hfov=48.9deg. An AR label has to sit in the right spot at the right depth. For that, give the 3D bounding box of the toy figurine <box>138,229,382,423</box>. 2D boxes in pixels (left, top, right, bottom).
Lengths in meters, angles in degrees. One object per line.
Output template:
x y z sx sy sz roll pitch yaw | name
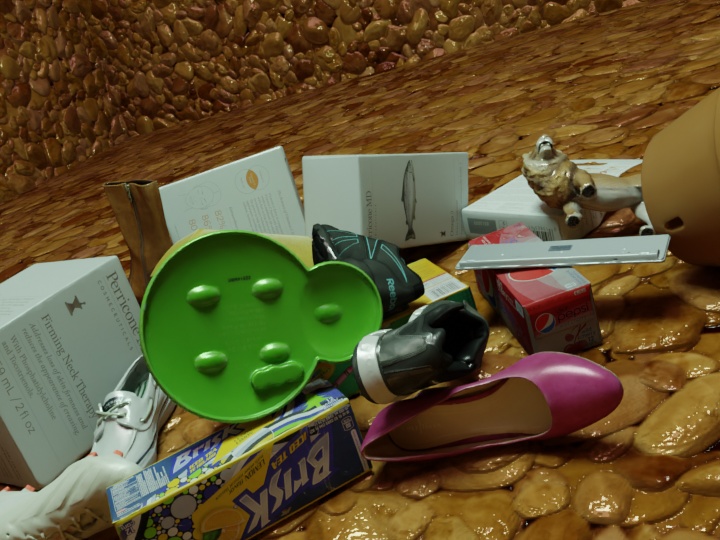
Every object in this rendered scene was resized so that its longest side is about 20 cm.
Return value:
-0.096 0.048 0.718 0.196 0.153 0.184 -8 -3 -15 | toy figurine

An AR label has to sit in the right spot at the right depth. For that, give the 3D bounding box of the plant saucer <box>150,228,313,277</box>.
-0.150 -0.016 0.993 0.197 0.049 0.199 2 -5 -24 | plant saucer

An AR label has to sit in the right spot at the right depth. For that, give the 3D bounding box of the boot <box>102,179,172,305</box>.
-0.333 -0.027 1.141 0.186 0.203 0.068 -1 26 39 | boot

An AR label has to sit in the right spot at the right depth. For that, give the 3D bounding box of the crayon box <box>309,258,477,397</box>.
0.011 0.062 0.821 0.197 0.059 0.119 -23 20 -11 | crayon box

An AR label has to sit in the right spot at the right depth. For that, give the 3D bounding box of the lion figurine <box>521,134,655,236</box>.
0.281 -0.089 0.896 0.197 0.073 0.123 15 26 -3 | lion figurine

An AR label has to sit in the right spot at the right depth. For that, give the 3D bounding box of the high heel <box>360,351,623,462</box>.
0.093 0.112 0.597 0.198 0.068 0.095 -9 12 39 | high heel

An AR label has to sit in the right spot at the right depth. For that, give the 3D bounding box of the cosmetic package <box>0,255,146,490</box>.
-0.356 0.104 0.876 0.164 0.170 0.200 -4 25 35 | cosmetic package

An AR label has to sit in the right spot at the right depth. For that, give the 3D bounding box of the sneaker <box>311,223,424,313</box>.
0.000 0.000 0.826 0.078 0.077 0.200 -9 23 -16 | sneaker

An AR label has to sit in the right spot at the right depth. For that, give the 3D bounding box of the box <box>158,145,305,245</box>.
-0.186 -0.082 1.201 0.197 0.155 0.106 -18 6 -3 | box

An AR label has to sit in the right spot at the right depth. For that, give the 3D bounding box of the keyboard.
0.191 -0.017 0.761 0.197 0.011 0.056 -2 19 29 | keyboard

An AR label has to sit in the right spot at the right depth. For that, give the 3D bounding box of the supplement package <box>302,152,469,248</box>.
0.035 -0.091 1.020 0.198 0.119 0.116 -9 11 -40 | supplement package

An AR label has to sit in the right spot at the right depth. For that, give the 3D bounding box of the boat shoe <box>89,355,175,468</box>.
-0.240 0.154 0.795 0.072 0.068 0.201 -17 20 5 | boat shoe

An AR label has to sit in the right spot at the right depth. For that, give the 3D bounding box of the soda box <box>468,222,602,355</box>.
0.169 0.016 0.795 0.069 0.064 0.200 -19 21 -1 | soda box

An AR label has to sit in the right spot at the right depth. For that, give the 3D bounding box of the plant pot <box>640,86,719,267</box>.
0.358 -0.087 0.733 0.199 0.202 0.139 -33 9 -35 | plant pot

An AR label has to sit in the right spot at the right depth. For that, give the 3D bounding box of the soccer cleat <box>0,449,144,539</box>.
-0.258 0.211 0.669 0.198 0.070 0.078 -21 26 25 | soccer cleat

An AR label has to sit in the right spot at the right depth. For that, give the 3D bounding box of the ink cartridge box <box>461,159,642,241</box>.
0.253 -0.091 1.027 0.198 0.048 0.159 -29 23 -33 | ink cartridge box

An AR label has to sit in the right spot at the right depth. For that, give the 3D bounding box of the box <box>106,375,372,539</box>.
-0.094 0.165 0.632 0.198 0.071 0.064 -25 20 -17 | box

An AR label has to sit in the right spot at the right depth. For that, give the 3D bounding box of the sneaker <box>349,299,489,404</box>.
0.074 0.059 0.661 0.089 0.068 0.199 -20 -2 28 | sneaker
